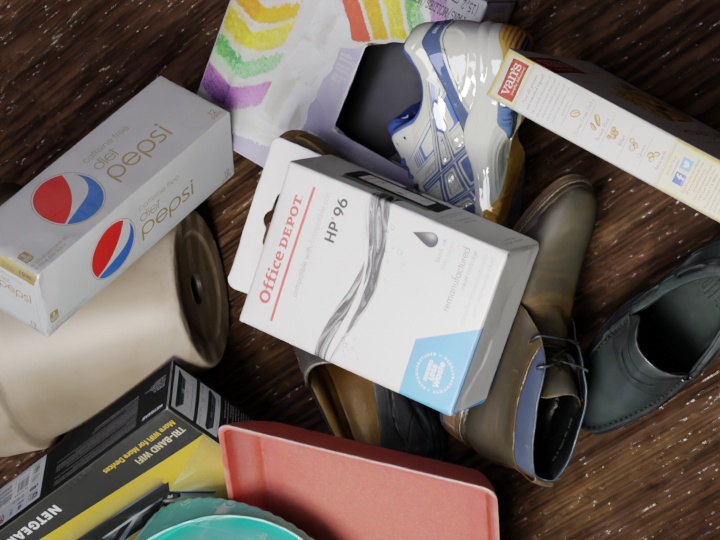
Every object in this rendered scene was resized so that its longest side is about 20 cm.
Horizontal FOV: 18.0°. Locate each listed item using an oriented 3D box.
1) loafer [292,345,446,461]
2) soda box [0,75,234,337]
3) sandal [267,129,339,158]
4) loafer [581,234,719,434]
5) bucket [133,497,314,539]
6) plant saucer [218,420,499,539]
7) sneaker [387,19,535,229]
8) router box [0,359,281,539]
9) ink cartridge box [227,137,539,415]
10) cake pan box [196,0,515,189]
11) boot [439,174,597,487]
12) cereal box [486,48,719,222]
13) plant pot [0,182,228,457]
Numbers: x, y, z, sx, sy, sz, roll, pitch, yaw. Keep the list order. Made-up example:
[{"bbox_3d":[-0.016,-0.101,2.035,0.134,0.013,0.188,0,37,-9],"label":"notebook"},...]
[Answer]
[{"bbox_3d":[-0.011,0.059,1.592,0.073,0.072,0.200,-38,76,29],"label":"loafer"},{"bbox_3d":[-0.175,-0.046,1.559,0.068,0.200,0.064,28,143,25],"label":"soda box"},{"bbox_3d":[-0.008,-0.003,1.541,0.200,0.054,0.080,54,145,1],"label":"sandal"},{"bbox_3d":[0.192,0.044,1.458,0.068,0.070,0.201,48,130,7],"label":"loafer"},{"bbox_3d":[-0.101,0.264,1.566,0.207,0.135,0.207,14,134,15],"label":"bucket"},{"bbox_3d":[0.009,0.186,1.560,0.200,0.037,0.200,12,134,20],"label":"plant saucer"},{"bbox_3d":[0.062,-0.074,1.502,0.088,0.075,0.200,11,116,14],"label":"sneaker"},{"bbox_3d":[-0.146,0.170,1.643,0.157,0.052,0.200,37,123,-27],"label":"router box"},{"bbox_3d":[0.000,0.000,1.470,0.200,0.068,0.116,23,104,19],"label":"ink cartridge box"},{"bbox_3d":[-0.007,-0.141,1.579,0.200,0.052,0.184,31,113,23],"label":"cake pan box"},{"bbox_3d":[0.129,0.043,1.488,0.097,0.075,0.200,40,116,47],"label":"boot"},{"bbox_3d":[0.192,-0.076,1.414,0.200,0.144,0.040,32,104,23],"label":"cereal box"},{"bbox_3d":[-0.195,0.026,1.645,0.173,0.200,0.200,-8,92,15],"label":"plant pot"}]
